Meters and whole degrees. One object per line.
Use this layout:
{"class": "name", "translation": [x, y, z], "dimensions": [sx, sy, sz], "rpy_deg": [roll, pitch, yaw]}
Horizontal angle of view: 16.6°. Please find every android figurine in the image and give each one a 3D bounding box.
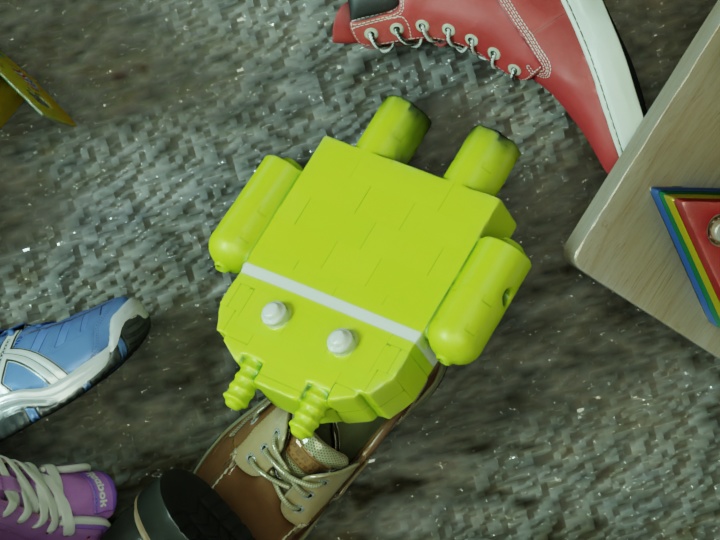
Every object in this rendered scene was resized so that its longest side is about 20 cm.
{"class": "android figurine", "translation": [0.000, 0.000, 1.326], "dimensions": [0.182, 0.041, 0.200], "rpy_deg": [24, 72, 33]}

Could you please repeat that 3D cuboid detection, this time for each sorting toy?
{"class": "sorting toy", "translation": [0.247, -0.037, 1.314], "dimensions": [0.199, 0.070, 0.200], "rpy_deg": [31, 92, -19]}

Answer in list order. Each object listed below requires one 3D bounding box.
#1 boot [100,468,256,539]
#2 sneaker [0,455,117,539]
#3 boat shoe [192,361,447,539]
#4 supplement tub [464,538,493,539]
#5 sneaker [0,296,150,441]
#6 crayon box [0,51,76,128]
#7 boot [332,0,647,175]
{"class": "boot", "translation": [-0.087, 0.225, 1.321], "dimensions": [0.138, 0.077, 0.200], "rpy_deg": [-41, 75, 25]}
{"class": "sneaker", "translation": [-0.189, 0.115, 1.305], "dimensions": [0.114, 0.200, 0.073], "rpy_deg": [-17, 69, -8]}
{"class": "boat shoe", "translation": [-0.032, 0.094, 1.352], "dimensions": [0.076, 0.074, 0.200], "rpy_deg": [41, 91, 1]}
{"class": "supplement tub", "translation": [0.088, 0.256, 1.314], "dimensions": [0.145, 0.145, 0.200], "rpy_deg": [15, 91, 2]}
{"class": "sneaker", "translation": [-0.211, 0.058, 1.356], "dimensions": [0.200, 0.076, 0.077], "rpy_deg": [-26, 90, 3]}
{"class": "crayon box", "translation": [-0.250, -0.130, 1.332], "dimensions": [0.200, 0.127, 0.051], "rpy_deg": [41, 92, 2]}
{"class": "boot", "translation": [0.068, -0.121, 1.355], "dimensions": [0.144, 0.072, 0.200], "rpy_deg": [-27, 86, 6]}
